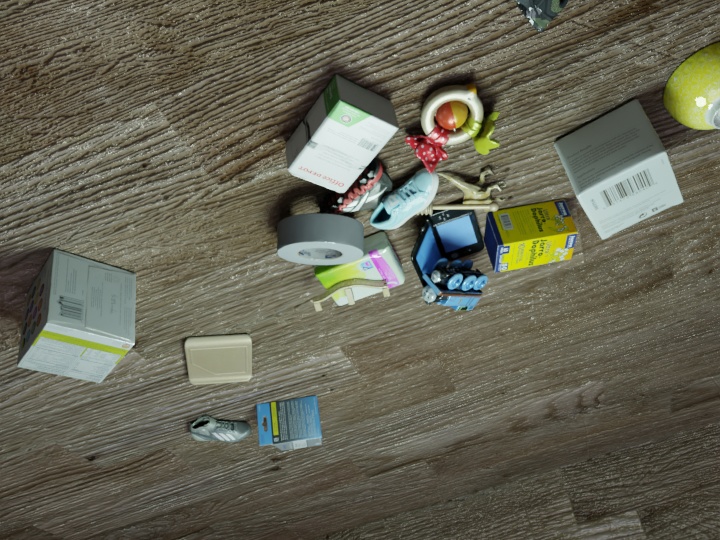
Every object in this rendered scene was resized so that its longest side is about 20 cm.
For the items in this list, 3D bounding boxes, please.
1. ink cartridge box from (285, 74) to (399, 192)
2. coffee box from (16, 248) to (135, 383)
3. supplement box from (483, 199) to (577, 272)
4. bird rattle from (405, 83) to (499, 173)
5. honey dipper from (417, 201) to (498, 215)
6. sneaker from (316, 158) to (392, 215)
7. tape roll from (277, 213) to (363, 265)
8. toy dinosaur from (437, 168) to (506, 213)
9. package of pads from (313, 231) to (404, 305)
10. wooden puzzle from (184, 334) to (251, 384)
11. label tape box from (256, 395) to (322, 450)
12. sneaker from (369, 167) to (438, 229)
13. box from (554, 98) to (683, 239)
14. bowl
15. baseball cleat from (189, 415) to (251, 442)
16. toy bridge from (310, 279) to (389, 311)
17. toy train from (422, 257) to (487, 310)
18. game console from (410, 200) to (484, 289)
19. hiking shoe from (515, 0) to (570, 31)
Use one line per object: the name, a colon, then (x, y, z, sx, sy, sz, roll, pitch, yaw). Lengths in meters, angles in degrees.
ink cartridge box: (-0.042, -0.266, 1.446, 0.144, 0.085, 0.200, 18, 134, -32)
coffee box: (-0.651, 0.111, 1.676, 0.198, 0.202, 0.197, 19, 135, -35)
supplement box: (0.413, -0.084, 1.777, 0.196, 0.111, 0.110, -10, 143, -2)
bird rattle: (0.183, -0.302, 1.481, 0.196, 0.114, 0.164, -6, 133, 15)
honey dipper: (0.217, -0.145, 1.666, 0.196, 0.038, 0.038, 2, 144, 10)
sneaker: (-0.009, -0.160, 1.602, 0.199, 0.072, 0.097, -36, 134, 27)
tape roll: (-0.090, -0.068, 1.640, 0.196, 0.067, 0.200, 0, 167, 0)
toy dinosaur: (0.271, -0.181, 1.659, 0.101, 0.059, 0.199, -34, 137, 29)
package of pads: (0.000, 0.000, 1.813, 0.197, 0.069, 0.155, -19, 141, 12)
wooden puzzle: (-0.400, 0.249, 2.060, 0.181, 0.038, 0.202, -3, 137, -11)
label tape box: (-0.227, 0.491, 2.320, 0.196, 0.146, 0.064, -7, 145, -5)
sneaker: (0.093, -0.153, 1.618, 0.081, 0.075, 0.200, -11, 152, -47)
box: (0.566, -0.217, 1.595, 0.197, 0.173, 0.200, -27, 141, 20)
bowl: (0.749, -0.361, 1.512, 0.196, 0.109, 0.202, -8, 142, -6)
baseball cleat: (-0.452, 0.512, 2.350, 0.196, 0.071, 0.107, -5, 143, -10)
toy bridge: (-0.029, 0.054, 1.796, 0.196, 0.028, 0.068, -12, 139, 3)
toy train: (0.228, 0.038, 1.772, 0.198, 0.087, 0.115, 2, 126, -46)
game console: (0.216, -0.048, 1.768, 0.173, 0.118, 0.201, -18, 143, 9)
hiking shoe: (0.300, -0.507, 1.250, 0.100, 0.076, 0.199, -38, 145, 18)
